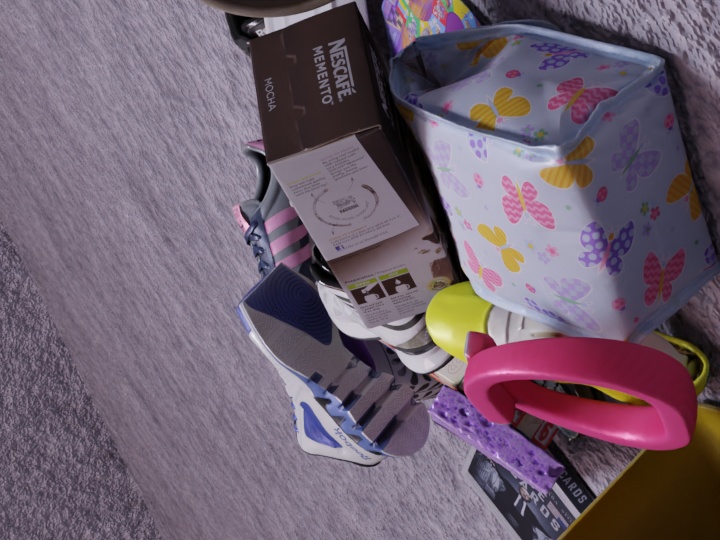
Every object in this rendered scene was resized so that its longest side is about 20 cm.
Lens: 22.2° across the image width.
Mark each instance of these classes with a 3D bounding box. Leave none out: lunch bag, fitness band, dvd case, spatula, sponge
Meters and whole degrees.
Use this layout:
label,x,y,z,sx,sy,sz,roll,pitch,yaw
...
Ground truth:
label,x,y,z,sx,sy,sz,roll,pitch,yaw
lunch bag,0.115,-0.065,1.177,0.199,0.127,0.170,20,142,48
fitness band,0.141,0.078,1.167,0.142,0.038,0.200,8,165,18
dvd case,0.157,0.205,1.674,0.151,0.025,0.200,52,162,17
spatula,-0.038,0.068,1.660,0.057,0.020,0.200,60,163,-14
sponge,0.109,0.137,1.473,0.111,0.030,0.200,34,177,7

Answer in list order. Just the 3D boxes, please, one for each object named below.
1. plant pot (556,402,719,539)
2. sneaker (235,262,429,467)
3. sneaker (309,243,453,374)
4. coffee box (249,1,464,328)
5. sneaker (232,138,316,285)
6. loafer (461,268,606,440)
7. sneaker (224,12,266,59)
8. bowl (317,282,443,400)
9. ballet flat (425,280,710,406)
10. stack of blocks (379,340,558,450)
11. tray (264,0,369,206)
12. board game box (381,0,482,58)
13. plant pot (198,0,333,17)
label,x,y,z,sx,sy,sz,roll,pitch,yaw
plant pot,0.253,0.230,1.210,0.177,0.200,0.200,52,165,-18
sneaker,-0.040,0.101,1.581,0.200,0.080,0.115,47,145,3
sneaker,0.000,0.000,1.402,0.115,0.076,0.200,47,171,-28
coffee box,0.001,-0.067,1.235,0.200,0.079,0.114,59,-163,-52
sneaker,-0.081,-0.024,1.666,0.070,0.081,0.202,147,130,-63
loafer,0.097,0.044,1.314,0.201,0.063,0.072,56,151,22
sneaker,-0.052,-0.173,1.495,0.201,0.071,0.098,55,-176,11
bowl,0.017,0.049,1.674,0.201,0.094,0.201,49,160,24
ballet flat,0.145,0.046,1.239,0.198,0.067,0.067,17,166,-7
stack of blocks,0.071,0.058,1.489,0.199,0.059,0.115,32,176,39
tray,-0.035,-0.151,1.413,0.107,0.022,0.202,-4,95,41
board game box,0.052,-0.112,1.342,0.158,0.039,0.201,29,138,56
plant pot,-0.075,-0.288,1.248,0.201,0.199,0.174,65,177,-23
